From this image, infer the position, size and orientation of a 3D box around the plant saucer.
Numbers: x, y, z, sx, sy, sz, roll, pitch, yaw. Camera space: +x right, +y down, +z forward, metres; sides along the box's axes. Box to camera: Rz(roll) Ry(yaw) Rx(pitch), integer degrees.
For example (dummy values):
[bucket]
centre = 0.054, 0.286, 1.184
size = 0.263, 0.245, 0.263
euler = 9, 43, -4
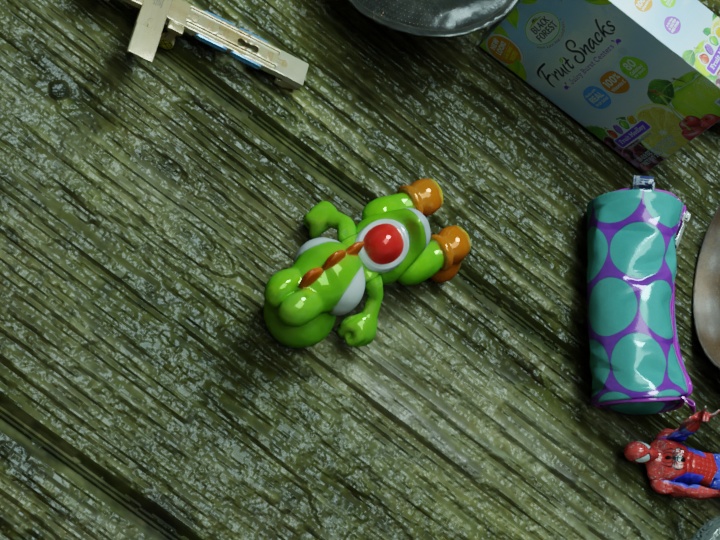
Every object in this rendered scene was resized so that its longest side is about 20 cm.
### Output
[plant saucer]
centre = 0.360, -0.003, 1.387
size = 0.034, 0.200, 0.202
euler = 16, 70, -21

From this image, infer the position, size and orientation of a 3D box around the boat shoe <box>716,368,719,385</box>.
[boat shoe]
centre = 0.411, 0.131, 1.438
size = 0.198, 0.070, 0.071
euler = 19, 112, -1

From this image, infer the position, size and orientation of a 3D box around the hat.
[hat]
centre = 0.065, -0.271, 1.413
size = 0.198, 0.081, 0.202
euler = 1, 64, -1

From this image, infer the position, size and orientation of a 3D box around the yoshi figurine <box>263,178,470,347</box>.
[yoshi figurine]
centre = -0.009, 0.002, 1.324
size = 0.199, 0.112, 0.113
euler = -27, 126, -38

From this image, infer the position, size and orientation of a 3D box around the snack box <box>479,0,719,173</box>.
[snack box]
centre = 0.227, -0.194, 1.408
size = 0.199, 0.169, 0.068
euler = 37, 63, -5

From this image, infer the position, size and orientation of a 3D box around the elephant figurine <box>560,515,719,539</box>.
[elephant figurine]
centre = 0.252, 0.283, 1.296
size = 0.198, 0.156, 0.142
euler = -2, 53, -11

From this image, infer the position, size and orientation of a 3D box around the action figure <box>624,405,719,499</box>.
[action figure]
centre = 0.329, 0.172, 1.385
size = 0.198, 0.099, 0.066
euler = 13, 70, -13

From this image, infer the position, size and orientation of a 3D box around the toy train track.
[toy train track]
centre = -0.139, -0.203, 1.356
size = 0.199, 0.033, 0.116
euler = 24, 61, -18

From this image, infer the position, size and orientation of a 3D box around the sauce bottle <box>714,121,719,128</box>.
[sauce bottle]
centre = 0.327, -0.174, 1.497
size = 0.199, 0.065, 0.065
euler = 32, 67, -11

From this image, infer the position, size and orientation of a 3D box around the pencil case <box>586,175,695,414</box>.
[pencil case]
centre = 0.245, 0.025, 1.397
size = 0.091, 0.085, 0.202
euler = -2, 74, 14
